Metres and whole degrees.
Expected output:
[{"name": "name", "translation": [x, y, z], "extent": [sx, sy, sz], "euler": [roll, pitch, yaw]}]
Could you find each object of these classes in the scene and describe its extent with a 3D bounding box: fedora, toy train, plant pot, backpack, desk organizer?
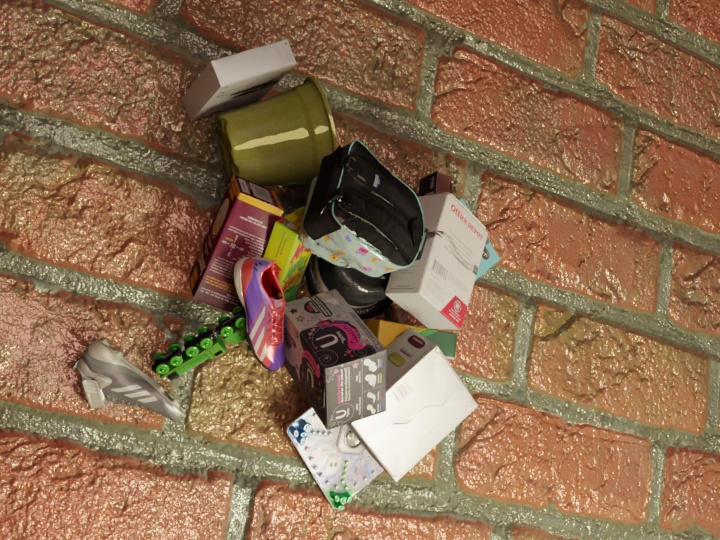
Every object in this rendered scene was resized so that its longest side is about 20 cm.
[{"name": "fedora", "translation": [0.000, 0.000, 1.645], "extent": [0.197, 0.091, 0.204], "euler": [-1, 92, -23]}, {"name": "toy train", "translation": [-0.263, 0.128, 1.567], "extent": [0.198, 0.042, 0.057], "euler": [-30, 133, 7]}, {"name": "plant pot", "translation": [-0.155, -0.230, 1.654], "extent": [0.181, 0.200, 0.204], "euler": [-14, 88, -16]}, {"name": "backpack", "translation": [0.005, -0.085, 1.521], "extent": [0.198, 0.153, 0.178], "euler": [30, 54, -25]}, {"name": "desk organizer", "translation": [0.155, -0.081, 1.787], "extent": [0.076, 0.071, 0.203], "euler": [12, 76, -25]}]

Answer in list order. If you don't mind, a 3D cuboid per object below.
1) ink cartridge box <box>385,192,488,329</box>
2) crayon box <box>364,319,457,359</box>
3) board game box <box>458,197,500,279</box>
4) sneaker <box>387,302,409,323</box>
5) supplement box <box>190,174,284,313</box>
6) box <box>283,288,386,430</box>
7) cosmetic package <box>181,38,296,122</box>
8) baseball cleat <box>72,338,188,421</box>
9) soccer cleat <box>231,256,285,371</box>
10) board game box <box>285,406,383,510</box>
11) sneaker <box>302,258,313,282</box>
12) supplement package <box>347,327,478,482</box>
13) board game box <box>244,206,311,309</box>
[{"name": "ink cartridge box", "translation": [0.140, -0.016, 1.654], "extent": [0.145, 0.083, 0.203], "euler": [38, 61, -41]}, {"name": "crayon box", "translation": [0.066, 0.128, 1.729], "extent": [0.197, 0.125, 0.053], "euler": [10, 82, -25]}, {"name": "board game box", "translation": [0.167, -0.026, 1.849], "extent": [0.199, 0.047, 0.152], "euler": [-38, 99, -26]}, {"name": "sneaker", "translation": [0.044, 0.010, 1.769], "extent": [0.078, 0.076, 0.203], "euler": [-29, 104, -56]}, {"name": "supplement box", "translation": [-0.215, -0.045, 1.580], "extent": [0.085, 0.111, 0.202], "euler": [21, 104, -21]}, {"name": "box", "translation": [-0.049, 0.143, 1.532], "extent": [0.113, 0.200, 0.134], "euler": [-15, 125, -22]}, {"name": "cosmetic package", "translation": [-0.217, -0.331, 1.619], "extent": [0.149, 0.199, 0.052], "euler": [-22, 91, -26]}, {"name": "baseball cleat", "translation": [-0.389, 0.206, 1.537], "extent": [0.200, 0.070, 0.107], "euler": [42, 80, -10]}, {"name": "soccer cleat", "translation": [-0.152, 0.074, 1.524], "extent": [0.068, 0.072, 0.203], "euler": [-36, 117, -54]}, {"name": "board game box", "translation": [-0.011, 0.305, 1.679], "extent": [0.199, 0.026, 0.202], "euler": [-37, 114, -19]}, {"name": "sneaker", "translation": [-0.121, -0.023, 1.688], "extent": [0.198, 0.079, 0.075], "euler": [19, 76, -21]}, {"name": "supplement package", "translation": [0.075, 0.233, 1.625], "extent": [0.199, 0.111, 0.157], "euler": [-41, 116, -10]}, {"name": "board game box", "translation": [-0.134, -0.002, 1.588], "extent": [0.047, 0.202, 0.101], "euler": [30, 28, 13]}]
